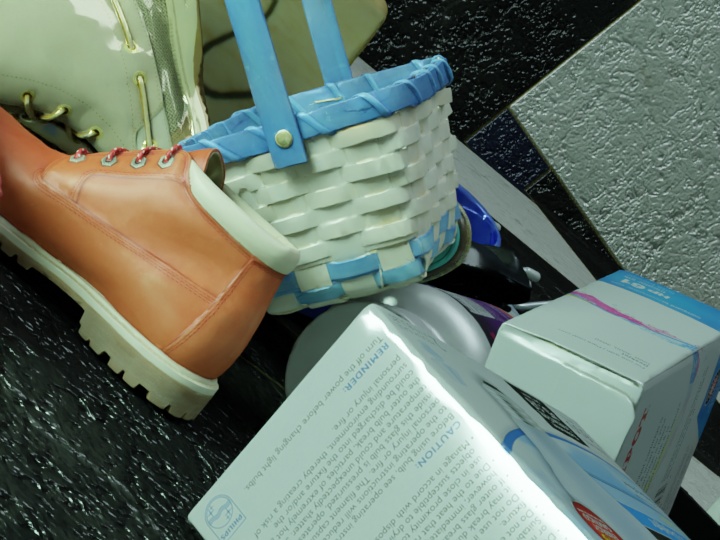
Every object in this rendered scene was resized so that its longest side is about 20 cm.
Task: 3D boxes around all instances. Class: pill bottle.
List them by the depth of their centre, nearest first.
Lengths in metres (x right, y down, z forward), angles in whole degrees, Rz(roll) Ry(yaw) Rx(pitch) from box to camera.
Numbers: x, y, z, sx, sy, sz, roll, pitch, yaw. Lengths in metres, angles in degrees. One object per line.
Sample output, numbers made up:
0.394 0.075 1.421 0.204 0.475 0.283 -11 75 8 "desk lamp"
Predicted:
0.030 0.064 1.217 0.111 0.112 0.200 43 9 17 "pill bottle"

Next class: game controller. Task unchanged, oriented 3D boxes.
0.000 0.000 1.342 0.199 0.042 0.104 2 -2 28 "game controller"

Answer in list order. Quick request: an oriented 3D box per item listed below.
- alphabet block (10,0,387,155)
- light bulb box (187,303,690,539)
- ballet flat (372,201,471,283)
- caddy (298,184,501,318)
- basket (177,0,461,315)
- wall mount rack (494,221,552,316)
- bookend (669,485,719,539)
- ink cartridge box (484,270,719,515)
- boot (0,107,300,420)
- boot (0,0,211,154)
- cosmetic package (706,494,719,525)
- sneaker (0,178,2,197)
-0.139 -0.172 1.373 0.200 0.196 0.196 33 10 -38 "alphabet block"
0.069 0.145 0.934 0.200 0.125 0.198 46 9 36 "light bulb box"
-0.029 -0.024 1.264 0.199 0.071 0.071 0 -4 17 "ballet flat"
0.003 -0.038 1.495 0.199 0.105 0.141 8 30 -44 "caddy"
-0.026 -0.086 1.136 0.176 0.138 0.201 -34 112 -75 "basket"
0.179 0.034 2.174 0.173 0.075 0.200 37 10 -29 "wall mount rack"
0.204 0.184 1.451 0.199 0.092 0.200 47 9 37 "bookend"
0.117 0.090 1.177 0.084 0.145 0.200 25 17 18 "ink cartridge box"
-0.119 -0.034 1.076 0.200 0.107 0.075 41 10 14 "boot"
-0.160 -0.080 1.195 0.154 0.202 0.073 -4 -2 -22 "boot"
0.335 0.183 1.676 0.108 0.200 0.085 42 6 24 "cosmetic package"
-0.198 -0.053 1.005 0.087 0.074 0.200 53 9 -15 "sneaker"
